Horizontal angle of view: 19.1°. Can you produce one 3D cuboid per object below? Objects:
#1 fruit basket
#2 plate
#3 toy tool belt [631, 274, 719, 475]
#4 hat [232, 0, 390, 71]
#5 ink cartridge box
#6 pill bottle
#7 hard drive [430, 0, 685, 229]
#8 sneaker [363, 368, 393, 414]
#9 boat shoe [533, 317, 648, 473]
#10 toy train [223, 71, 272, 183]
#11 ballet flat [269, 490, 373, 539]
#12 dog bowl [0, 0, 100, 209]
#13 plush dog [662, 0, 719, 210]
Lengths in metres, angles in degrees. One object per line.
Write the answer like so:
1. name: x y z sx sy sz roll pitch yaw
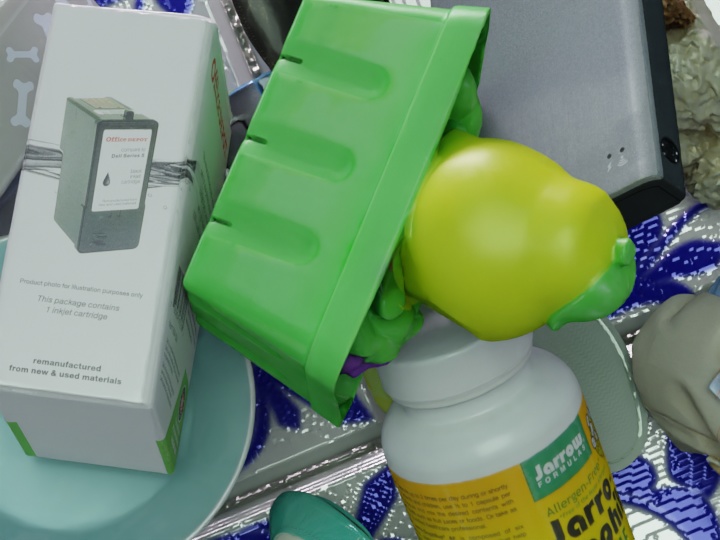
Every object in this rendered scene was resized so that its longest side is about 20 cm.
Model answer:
1. fruit basket: 0.036 -0.021 1.043 0.215 0.156 0.216 0 76 0
2. plate: -0.155 0.073 1.139 0.200 0.026 0.201 1 71 -2
3. toy tool belt: 0.255 0.034 1.189 0.200 0.123 0.125 -49 125 -2
4. hat: -0.032 -0.162 1.212 0.081 0.201 0.201 -23 81 4
5. ink cartridge box: -0.122 -0.014 1.079 0.084 0.146 0.200 7 71 2
6. pill bottle: 0.077 0.111 1.155 0.113 0.113 0.200 -22 112 -1
7. hard drive: 0.099 -0.099 1.126 0.139 0.033 0.200 -28 49 36
8. sneaker: 0.000 0.000 1.192 0.076 0.200 0.075 -27 36 -27
9. boat shoe: 0.092 0.031 1.237 0.076 0.060 0.200 -31 90 -22
10. toy train: -0.107 -0.034 1.227 0.200 0.114 0.087 -29 80 -3
11. ballet flat: -0.006 0.178 1.162 0.070 0.200 0.067 -24 124 -33
12. dog bowl: -0.207 -0.080 1.204 0.059 0.200 0.200 35 84 -8
13. plush dog: 0.127 -0.099 1.225 0.172 0.160 0.200 -34 81 21
